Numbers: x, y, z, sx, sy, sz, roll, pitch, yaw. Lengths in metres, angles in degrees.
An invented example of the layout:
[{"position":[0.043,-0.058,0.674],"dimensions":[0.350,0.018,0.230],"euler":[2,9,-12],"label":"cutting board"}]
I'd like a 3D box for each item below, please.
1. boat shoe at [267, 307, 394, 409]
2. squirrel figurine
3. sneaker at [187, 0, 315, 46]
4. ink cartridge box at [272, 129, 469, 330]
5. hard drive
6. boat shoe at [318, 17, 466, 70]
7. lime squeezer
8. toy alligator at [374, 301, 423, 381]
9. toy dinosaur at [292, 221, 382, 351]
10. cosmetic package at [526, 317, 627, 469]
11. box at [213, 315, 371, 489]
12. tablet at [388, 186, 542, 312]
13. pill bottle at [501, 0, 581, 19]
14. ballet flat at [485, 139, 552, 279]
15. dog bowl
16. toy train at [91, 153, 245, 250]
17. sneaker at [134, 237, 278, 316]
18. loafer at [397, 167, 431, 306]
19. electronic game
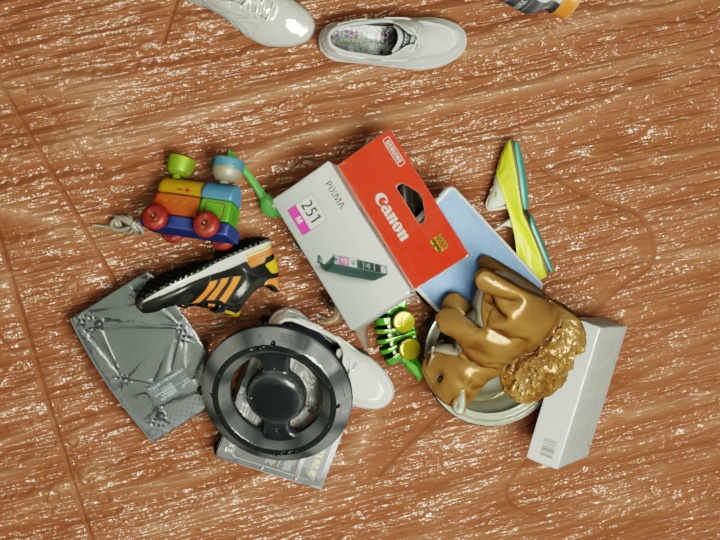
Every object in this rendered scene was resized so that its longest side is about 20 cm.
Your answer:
[{"position":[-0.038,0.124,1.494],"dimensions":[0.200,0.065,0.074],"euler":[32,91,-12],"label":"boat shoe"},{"position":[0.179,0.106,1.446],"dimensions":[0.200,0.142,0.187],"euler":[29,101,-5],"label":"squirrel figurine"},{"position":[-0.150,-0.341,1.448],"dimensions":[0.200,0.080,0.071],"euler":[22,92,-14],"label":"sneaker"},{"position":[0.012,-0.053,1.434],"dimensions":[0.173,0.044,0.200],"euler":[-34,80,12],"label":"ink cartridge box"},{"position":[-0.279,0.112,1.511],"dimensions":[0.135,0.042,0.200],"euler":[-32,102,-4],"label":"hard drive"},{"position":[0.047,-0.304,1.491],"dimensions":[0.199,0.069,0.072],"euler":[5,98,-10],"label":"boat shoe"},{"position":[-0.091,-0.098,1.523],"dimensions":[0.199,0.038,0.071],"euler":[16,64,-11],"label":"lime squeezer"},{"position":[0.041,0.060,1.550],"dimensions":[0.054,0.059,0.201],"euler":[-14,101,-7],"label":"toy alligator"},{"position":[0.000,0.000,1.498],"dimensions":[0.135,0.086,0.201],"euler":[-19,79,13],"label":"toy dinosaur"},{"position":[0.301,0.165,1.567],"dimensions":[0.052,0.151,0.201],"euler":[19,96,28],"label":"cosmetic package"},{"position":[-0.094,0.181,1.551],"dimensions":[0.158,0.048,0.200],"euler":[19,95,-13],"label":"box"},{"position":[0.138,0.000,1.497],"dimensions":[0.130,0.014,0.200],"euler":[-46,110,-2],"label":"tablet"},{"position":[0.200,-0.405,1.483],"dimensions":[0.200,0.106,0.106],"euler":[25,94,-12],"label":"pill bottle"},{"position":[0.209,-0.077,1.561],"dimensions":[0.067,0.067,0.201],"euler":[-14,103,14],"label":"ballet flat"},{"position":[0.176,0.110,1.574],"dimensions":[0.200,0.074,0.201],"euler":[-2,99,-10],"label":"dog bowl"},{"position":[-0.249,-0.100,1.475],"dimensions":[0.199,0.085,0.116],"euler":[9,79,13],"label":"toy train"},{"position":[-0.192,0.029,1.482],"dimensions":[0.200,0.070,0.090],"euler":[-26,107,-25],"label":"sneaker"},{"position":[0.090,-0.054,1.542],"dimensions":[0.071,0.073,0.200],"euler":[-20,109,-12],"label":"loafer"},{"position":[-0.109,0.160,1.472],"dimensions":[0.199,0.042,0.201],"euler":[3,115,7],"label":"electronic game"}]
